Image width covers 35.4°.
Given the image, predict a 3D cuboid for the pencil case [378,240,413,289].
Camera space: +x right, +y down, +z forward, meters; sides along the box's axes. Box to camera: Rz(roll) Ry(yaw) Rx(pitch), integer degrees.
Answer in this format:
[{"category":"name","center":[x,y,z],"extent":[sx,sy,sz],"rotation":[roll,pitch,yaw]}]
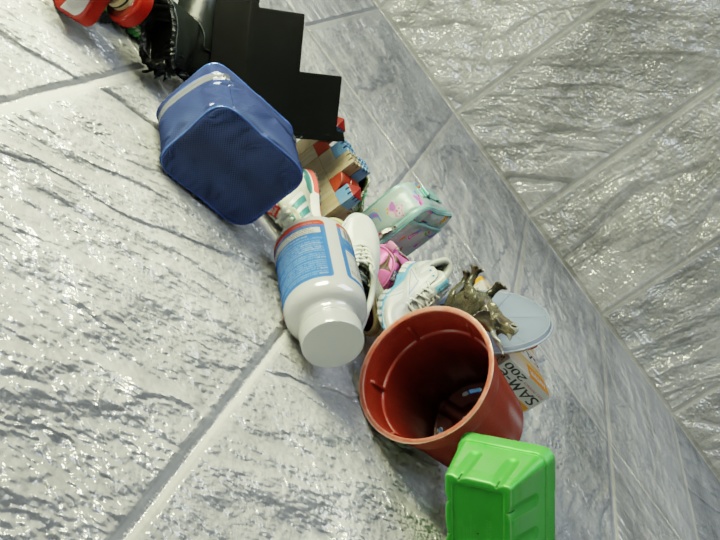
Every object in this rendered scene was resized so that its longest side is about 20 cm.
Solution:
[{"category":"pencil case","center":[0.069,0.017,1.859],"extent":[0.091,0.094,0.200],"rotation":[34,3,31]}]

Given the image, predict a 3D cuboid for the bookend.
[{"category":"bookend","center":[-0.117,-0.297,1.668],"extent":[0.198,0.201,0.092],"rotation":[-3,13,-41]}]

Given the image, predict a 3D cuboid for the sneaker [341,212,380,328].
[{"category":"sneaker","center":[0.000,0.000,1.624],"extent":[0.073,0.071,0.201],"rotation":[12,62,-16]}]

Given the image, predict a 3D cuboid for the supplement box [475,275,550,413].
[{"category":"supplement box","center":[0.224,0.122,1.834],"extent":[0.126,0.073,0.201],"rotation":[42,23,-36]}]

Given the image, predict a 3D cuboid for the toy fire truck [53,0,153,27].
[{"category":"toy fire truck","center":[-0.334,-0.420,1.470],"extent":[0.168,0.201,0.112],"rotation":[34,2,37]}]

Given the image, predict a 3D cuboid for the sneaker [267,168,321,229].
[{"category":"sneaker","center":[-0.100,-0.071,1.661],"extent":[0.093,0.070,0.201],"rotation":[8,52,-32]}]

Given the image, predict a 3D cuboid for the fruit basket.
[{"category":"fruit basket","center":[0.187,0.308,1.474],"extent":[0.215,0.155,0.217],"rotation":[-17,110,-57]}]

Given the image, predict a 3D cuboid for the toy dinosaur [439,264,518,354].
[{"category":"toy dinosaur","center":[0.151,0.054,1.652],"extent":[0.077,0.103,0.200],"rotation":[38,-19,-28]}]

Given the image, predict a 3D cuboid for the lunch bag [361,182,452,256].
[{"category":"lunch bag","center":[0.068,-0.079,1.930],"extent":[0.077,0.160,0.200],"rotation":[58,17,11]}]

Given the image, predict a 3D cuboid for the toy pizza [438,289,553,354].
[{"category":"toy pizza","center":[0.194,0.085,1.725],"extent":[0.200,0.199,0.032],"rotation":[-83,173,-65]}]

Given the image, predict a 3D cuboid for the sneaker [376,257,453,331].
[{"category":"sneaker","center":[0.088,0.036,1.690],"extent":[0.075,0.086,0.200],"rotation":[56,34,-21]}]

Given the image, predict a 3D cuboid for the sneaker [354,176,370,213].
[{"category":"sneaker","center":[-0.011,-0.127,1.927],"extent":[0.077,0.088,0.200],"rotation":[54,17,-2]}]

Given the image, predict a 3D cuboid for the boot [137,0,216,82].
[{"category":"boot","center":[-0.255,-0.359,1.605],"extent":[0.162,0.073,0.200],"rotation":[5,89,-74]}]

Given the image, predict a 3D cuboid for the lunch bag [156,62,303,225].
[{"category":"lunch bag","center":[-0.170,-0.169,1.509],"extent":[0.200,0.136,0.133],"rotation":[41,22,-37]}]

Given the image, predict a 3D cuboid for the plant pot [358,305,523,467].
[{"category":"plant pot","center":[0.128,0.184,1.589],"extent":[0.195,0.200,0.201],"rotation":[47,17,-49]}]

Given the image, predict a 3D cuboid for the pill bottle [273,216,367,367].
[{"category":"pill bottle","center":[-0.052,0.029,1.500],"extent":[0.112,0.112,0.201],"rotation":[42,22,-35]}]

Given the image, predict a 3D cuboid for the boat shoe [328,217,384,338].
[{"category":"boat shoe","center":[-0.014,0.009,1.694],"extent":[0.201,0.074,0.066],"rotation":[59,20,11]}]

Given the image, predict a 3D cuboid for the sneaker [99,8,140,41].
[{"category":"sneaker","center":[-0.314,-0.382,1.604],"extent":[0.078,0.085,0.200],"rotation":[59,17,13]}]

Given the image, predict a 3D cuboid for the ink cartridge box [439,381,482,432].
[{"category":"ink cartridge box","center":[0.132,0.148,1.808],"extent":[0.145,0.084,0.200],"rotation":[54,19,-5]}]

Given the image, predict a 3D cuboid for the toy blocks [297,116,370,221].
[{"category":"toy blocks","center":[-0.051,-0.148,1.782],"extent":[0.100,0.136,0.201],"rotation":[29,31,-54]}]
